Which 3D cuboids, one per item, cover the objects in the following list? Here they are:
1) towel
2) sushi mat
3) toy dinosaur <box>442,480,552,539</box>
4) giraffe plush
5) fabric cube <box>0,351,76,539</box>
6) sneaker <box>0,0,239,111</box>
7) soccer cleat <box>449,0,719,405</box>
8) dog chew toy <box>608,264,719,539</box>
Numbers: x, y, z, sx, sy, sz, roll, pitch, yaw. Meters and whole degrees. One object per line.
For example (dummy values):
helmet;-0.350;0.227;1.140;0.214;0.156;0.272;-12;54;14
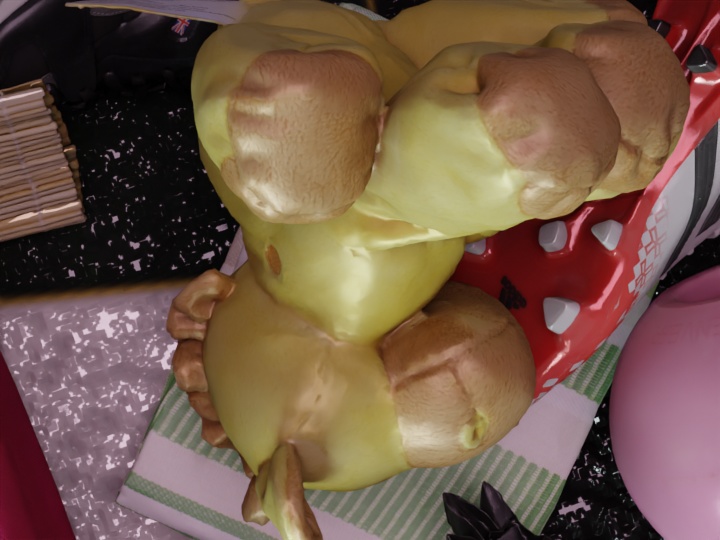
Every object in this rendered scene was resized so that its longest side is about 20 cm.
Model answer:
towel;0.017;0.022;0.822;0.152;0.023;0.201;25;86;-4
sushi mat;-0.193;-0.013;0.776;0.199;0.096;0.012;-16;63;-3
toy dinosaur;0.028;0.156;0.788;0.199;0.102;0.136;10;131;-18
giraffe plush;0.000;0.000;0.718;0.199;0.172;0.163;8;107;27
fabric cube;-0.189;0.122;0.722;0.199;0.196;0.200;-21;92;-4
sneaker;-0.075;-0.086;0.795;0.200;0.076;0.088;-42;97;-3
soccer cleat;0.098;-0.026;0.788;0.069;0.085;0.201;42;104;38
dog chew toy;0.162;0.095;0.785;0.124;0.125;0.201;-19;98;-4
